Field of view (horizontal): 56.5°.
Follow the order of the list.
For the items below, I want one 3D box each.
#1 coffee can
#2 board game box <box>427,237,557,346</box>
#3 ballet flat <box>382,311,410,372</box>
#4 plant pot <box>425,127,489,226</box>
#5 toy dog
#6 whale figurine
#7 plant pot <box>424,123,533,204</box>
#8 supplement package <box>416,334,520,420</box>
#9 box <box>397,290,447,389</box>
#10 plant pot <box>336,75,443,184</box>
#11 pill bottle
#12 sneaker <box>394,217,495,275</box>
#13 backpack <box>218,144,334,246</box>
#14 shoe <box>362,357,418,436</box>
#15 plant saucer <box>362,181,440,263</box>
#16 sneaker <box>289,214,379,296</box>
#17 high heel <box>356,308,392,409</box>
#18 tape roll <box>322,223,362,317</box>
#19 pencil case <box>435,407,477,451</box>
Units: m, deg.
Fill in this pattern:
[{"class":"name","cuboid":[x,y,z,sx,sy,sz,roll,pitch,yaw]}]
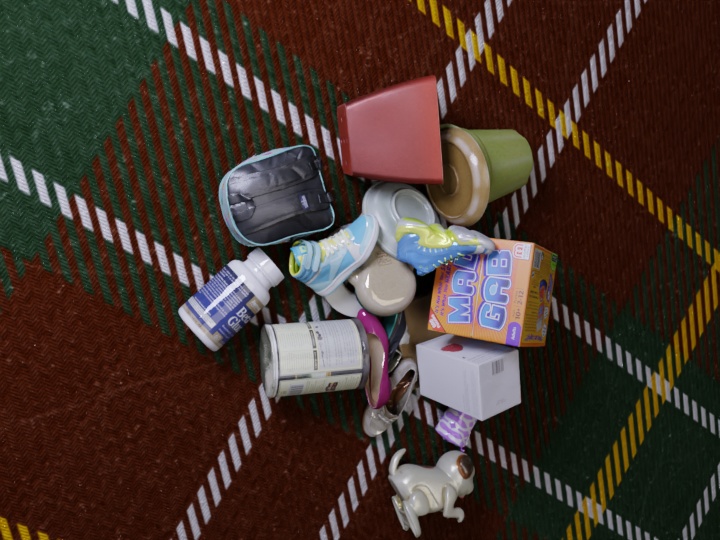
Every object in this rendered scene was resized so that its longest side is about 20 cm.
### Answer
[{"class":"coffee can","cuboid":[-0.096,0.177,1.370,0.197,0.146,0.149,-2,99,-20]},{"class":"board game box","cuboid":[0.281,0.044,1.407,0.199,0.197,0.203,11,87,-60]},{"class":"ballet flat","cuboid":[0.066,0.161,1.465,0.072,0.073,0.202,18,104,-21]},{"class":"plant pot","cuboid":[0.186,-0.186,1.360,0.027,0.199,0.203,-15,103,-27]},{"class":"toy dog","cuboid":[0.170,0.488,1.539,0.197,0.140,0.196,-19,74,-16]},{"class":"whale figurine","cuboid":[0.037,-0.003,1.392,0.157,0.104,0.203,-14,79,-16]},{"class":"plant pot","cuboid":[0.259,-0.222,1.430,0.182,0.199,0.204,-16,104,-29]},{"class":"supplement package","cuboid":[0.228,0.219,1.433,0.120,0.199,0.122,-15,105,-32]},{"class":"box","cuboid":[0.159,0.152,1.526,0.161,0.021,0.203,-19,104,-16]},{"class":"plant pot","cuboid":[0.050,-0.270,1.338,0.173,0.200,0.204,-7,101,-8]},{"class":"pill bottle","cuboid":[-0.248,0.051,1.312,0.200,0.111,0.111,-43,110,-9]},{"class":"sneaker","cuboid":[0.160,-0.037,1.315,0.197,0.076,0.107,14,104,8]},{"class":"backpack","cuboid":[-0.172,-0.137,1.288,0.198,0.153,0.178,-22,104,-26]},{"class":"shoe","cuboid":[0.066,0.287,1.488,0.069,0.053,0.202,27,97,-17]},{"class":"plant saucer","cuboid":[0.099,-0.112,1.390,0.198,0.050,0.203,16,55,-24]},{"class":"sneaker","cuboid":[-0.060,-0.044,1.305,0.130,0.080,0.201,26,110,-40]},{"class":"high heel","cuboid":[0.024,0.182,1.388,0.067,0.096,0.203,-17,94,19]},{"class":"tape roll","cuboid":[0.000,0.000,1.437,0.200,0.037,0.206,-3,99,-20]},{"class":"pencil case","cuboid":[0.253,0.316,1.552,0.085,0.084,0.202,31,88,13]}]
